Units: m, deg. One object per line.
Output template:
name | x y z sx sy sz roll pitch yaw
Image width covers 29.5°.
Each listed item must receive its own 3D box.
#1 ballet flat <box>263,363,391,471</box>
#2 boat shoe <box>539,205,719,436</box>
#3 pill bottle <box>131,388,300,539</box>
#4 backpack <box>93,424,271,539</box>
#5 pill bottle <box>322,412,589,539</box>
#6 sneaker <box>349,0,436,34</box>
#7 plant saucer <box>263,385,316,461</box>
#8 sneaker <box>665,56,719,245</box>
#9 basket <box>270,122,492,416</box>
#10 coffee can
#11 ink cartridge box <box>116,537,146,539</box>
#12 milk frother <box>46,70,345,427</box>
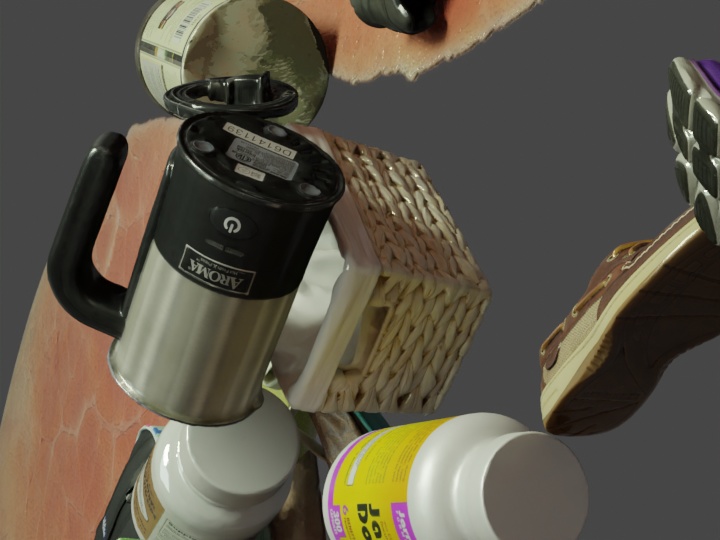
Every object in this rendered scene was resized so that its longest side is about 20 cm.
ballet flat | -0.043 0.087 1.092 0.067 0.068 0.200 -43 58 19
boat shoe | 0.152 0.013 0.745 0.200 0.072 0.072 118 151 -47
pill bottle | -0.116 0.167 1.109 0.200 0.114 0.115 125 146 -59
backpack | -0.169 0.246 1.291 0.178 0.150 0.201 -109 29 -44
pill bottle | 0.059 0.145 0.865 0.200 0.104 0.105 156 119 -63
sneaker | 0.054 -0.281 1.081 0.091 0.076 0.201 40 126 52
plant saucer | -0.069 0.067 1.254 0.200 0.048 0.201 -138 59 -63
sneaker | 0.210 -0.034 0.606 0.200 0.083 0.081 50 161 41
basket | 0.000 0.000 1.025 0.200 0.123 0.136 -115 40 -50
coffee can | -0.132 -0.207 1.367 0.200 0.146 0.147 -146 67 -64
ink cartridge box | -0.110 0.298 1.081 0.084 0.199 0.146 -42 45 52
milk frother | -0.103 -0.030 0.984 0.200 0.180 0.189 -38 -24 -58
